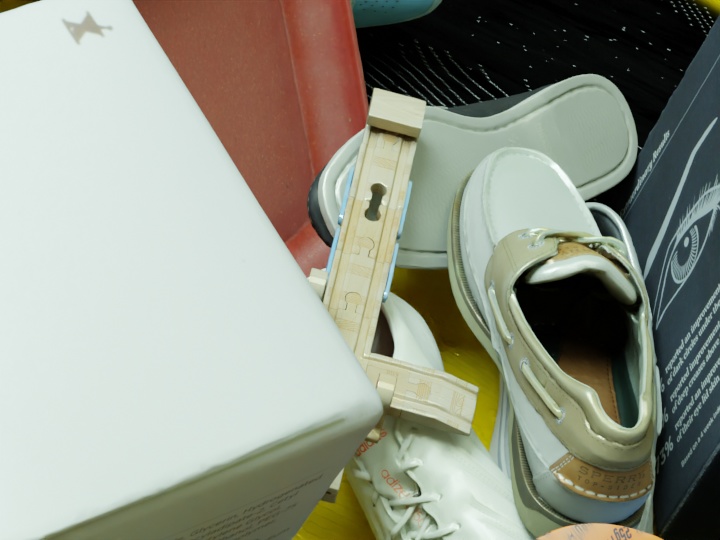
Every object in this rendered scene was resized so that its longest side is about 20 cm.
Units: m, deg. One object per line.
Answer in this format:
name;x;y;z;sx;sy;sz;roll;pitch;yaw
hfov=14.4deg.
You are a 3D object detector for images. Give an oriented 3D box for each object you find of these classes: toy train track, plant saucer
toy train track;0.000;0.000;1.140;0.114;0.033;0.201;15;52;-2
plant saucer;-0.058;-0.071;1.184;0.036;0.201;0.200;-1;22;25

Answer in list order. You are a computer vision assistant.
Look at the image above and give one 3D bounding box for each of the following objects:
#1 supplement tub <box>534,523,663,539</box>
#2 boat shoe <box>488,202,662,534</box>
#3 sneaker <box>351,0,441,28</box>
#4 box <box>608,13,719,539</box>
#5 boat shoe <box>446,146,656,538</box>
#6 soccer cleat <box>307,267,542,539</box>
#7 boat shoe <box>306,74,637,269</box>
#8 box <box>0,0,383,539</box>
supplement tub;0.057;0.184;0.991;0.122;0.200;0.123;12;47;-13
boat shoe;0.099;0.056;1.219;0.072;0.069;0.201;17;45;-10
sneaker;-0.049;-0.108;1.297;0.198;0.080;0.131;1;47;-11
box;0.190;0.006;1.250;0.104;0.148;0.201;11;47;-15
boat shoe;0.085;0.016;1.154;0.074;0.069;0.201;2;46;-18
soccer cleat;0.024;0.084;1.148;0.078;0.069;0.201;41;18;-51
boat shoe;0.042;-0.042;1.270;0.199;0.060;0.074;-25;95;-44
box;-0.139;0.040;1.032;0.199;0.172;0.200;-20;68;-33
